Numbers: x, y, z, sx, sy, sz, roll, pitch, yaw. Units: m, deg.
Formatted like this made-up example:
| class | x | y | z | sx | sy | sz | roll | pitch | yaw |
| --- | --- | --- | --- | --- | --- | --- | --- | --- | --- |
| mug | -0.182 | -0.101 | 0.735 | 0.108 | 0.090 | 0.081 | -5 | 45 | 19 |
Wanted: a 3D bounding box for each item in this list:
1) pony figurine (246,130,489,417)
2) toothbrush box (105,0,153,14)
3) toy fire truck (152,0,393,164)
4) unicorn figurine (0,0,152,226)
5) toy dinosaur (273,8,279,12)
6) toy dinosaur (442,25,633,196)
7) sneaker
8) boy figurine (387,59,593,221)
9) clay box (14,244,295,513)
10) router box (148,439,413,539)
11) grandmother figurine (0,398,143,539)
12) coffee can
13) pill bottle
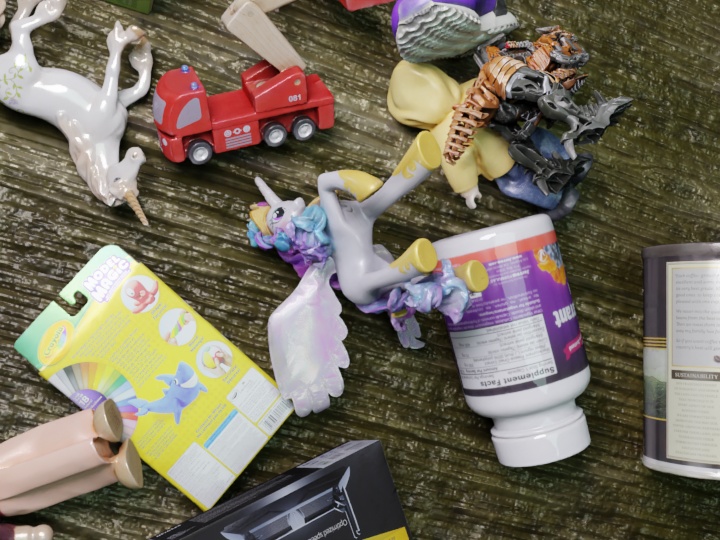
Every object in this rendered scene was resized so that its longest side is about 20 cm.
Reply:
| class | x | y | z | sx | sy | sz | roll | pitch | yaw |
| --- | --- | --- | --- | --- | --- | --- | --- | --- | --- |
| pony figurine | 0.000 | 0.000 | 0.723 | 0.166 | 0.200 | 0.194 | -32 | 103 | -41 |
| toothbrush box | -0.240 | -0.279 | 0.677 | 0.199 | 0.146 | 0.087 | 13 | 84 | -15 |
| toy fire truck | -0.072 | -0.172 | 0.731 | 0.199 | 0.049 | 0.142 | -15 | 132 | -17 |
| unicorn figurine | -0.222 | -0.137 | 0.720 | 0.199 | 0.074 | 0.138 | 25 | 90 | 0 |
| toy dinosaur | -0.095 | -0.314 | 0.758 | 0.135 | 0.086 | 0.201 | 6 | 92 | -14 |
| toy dinosaur | 0.135 | -0.135 | 0.761 | 0.136 | 0.102 | 0.200 | 43 | 75 | 12 |
| sneaker | 0.065 | -0.235 | 0.767 | 0.069 | 0.200 | 0.100 | -24 | 90 | 27 |
| boy figurine | 0.108 | -0.116 | 0.815 | 0.199 | 0.064 | 0.125 | 28 | 73 | -12 |
| clay box | -0.161 | 0.084 | 0.732 | 0.200 | 0.048 | 0.115 | 43 | 78 | -10 |
| router box | -0.047 | 0.245 | 0.724 | 0.199 | 0.052 | 0.158 | -19 | 91 | -35 |
| grandmother figurine | -0.269 | 0.157 | 0.671 | 0.199 | 0.061 | 0.122 | -22 | 93 | -3 |
| coffee can | 0.331 | 0.079 | 0.830 | 0.146 | 0.146 | 0.201 | 2 | 86 | -17 |
| pill bottle | 0.134 | 0.060 | 0.790 | 0.111 | 0.111 | 0.201 | -15 | 92 | -17 |
